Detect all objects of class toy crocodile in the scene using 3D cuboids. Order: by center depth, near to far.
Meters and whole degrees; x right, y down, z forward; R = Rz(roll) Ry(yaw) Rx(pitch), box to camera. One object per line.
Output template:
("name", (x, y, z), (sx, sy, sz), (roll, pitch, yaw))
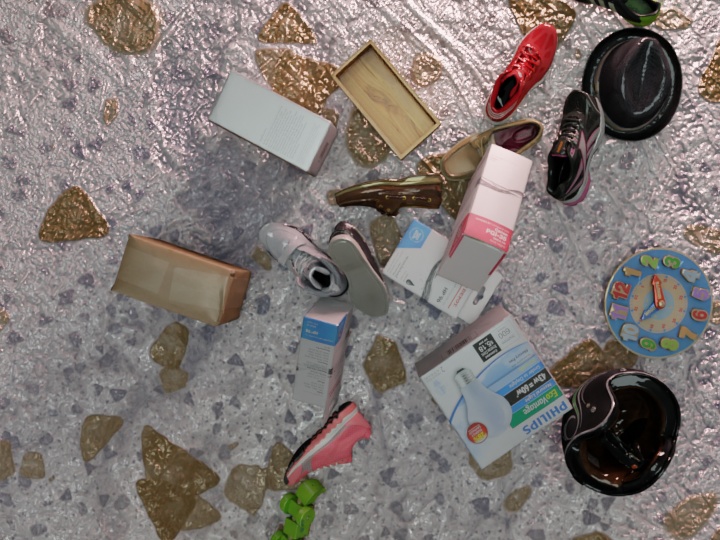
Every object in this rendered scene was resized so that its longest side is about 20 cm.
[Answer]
("toy crocodile", (-0.121, 0.489, 1.383), (0.067, 0.061, 0.202), (21, 98, 42))

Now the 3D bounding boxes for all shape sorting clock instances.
("shape sorting clock", (0.540, 0.060, 1.325), (0.197, 0.039, 0.203), (0, 93, 4))

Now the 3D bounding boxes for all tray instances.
("tray", (0.047, -0.311, 1.342), (0.098, 0.037, 0.200), (-40, 89, 5))

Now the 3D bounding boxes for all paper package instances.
("paper package", (-0.310, 0.018, 1.304), (0.198, 0.191, 0.105), (18, 90, 2))

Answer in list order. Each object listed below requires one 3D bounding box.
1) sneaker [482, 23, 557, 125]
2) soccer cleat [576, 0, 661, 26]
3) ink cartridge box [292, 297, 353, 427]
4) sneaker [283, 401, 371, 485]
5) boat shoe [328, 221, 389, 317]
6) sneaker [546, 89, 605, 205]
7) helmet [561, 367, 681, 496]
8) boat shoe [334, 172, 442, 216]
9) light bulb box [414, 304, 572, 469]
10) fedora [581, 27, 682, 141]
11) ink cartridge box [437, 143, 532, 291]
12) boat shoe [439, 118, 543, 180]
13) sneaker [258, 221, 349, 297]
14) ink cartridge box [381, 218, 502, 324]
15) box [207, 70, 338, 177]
("sneaker", (0.291, -0.350, 1.283), (0.078, 0.116, 0.202), (29, 94, 2))
("soccer cleat", (0.435, -0.493, 1.284), (0.198, 0.081, 0.068), (27, 94, 2))
("ink cartridge box", (-0.070, 0.164, 1.317), (0.066, 0.116, 0.203), (13, 108, 10))
("sneaker", (-0.060, 0.341, 1.362), (0.087, 0.074, 0.200), (44, 95, -1))
("boat shoe", (0.000, 0.000, 1.313), (0.073, 0.061, 0.201), (-17, 127, 22))
("sneaker", (0.371, -0.217, 1.284), (0.080, 0.086, 0.203), (7, 93, 42))
("helmet", (0.447, 0.269, 1.266), (0.198, 0.191, 0.202), (16, 129, 21))
("boat shoe", (0.052, -0.131, 1.332), (0.197, 0.072, 0.069), (-7, 90, 2))
("light bulb box", (0.232, 0.204, 1.304), (0.197, 0.125, 0.201), (-35, 94, 5))
("fedora", (0.486, -0.332, 1.281), (0.198, 0.092, 0.204), (0, 93, 3))
("ink cartridge box", (0.212, -0.090, 1.245), (0.082, 0.147, 0.202), (22, 61, 0))
("boat shoe", (0.236, -0.223, 1.317), (0.198, 0.066, 0.075), (-27, 91, 5))
("sneaker", (-0.105, -0.021, 1.326), (0.199, 0.115, 0.075), (37, 94, 1))
("ink cartridge box", (0.152, 0.006, 1.334), (0.199, 0.068, 0.117), (31, 95, 1))
("box", (-0.152, -0.259, 1.312), (0.198, 0.124, 0.098), (28, 95, 3))
